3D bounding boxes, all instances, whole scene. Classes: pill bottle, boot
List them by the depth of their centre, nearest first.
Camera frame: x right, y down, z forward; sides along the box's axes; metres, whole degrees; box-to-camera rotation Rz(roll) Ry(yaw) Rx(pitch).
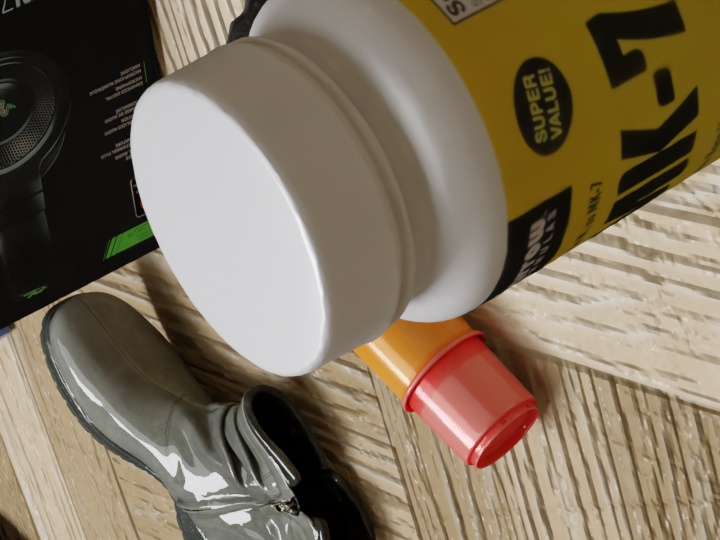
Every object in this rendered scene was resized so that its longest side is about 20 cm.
[{"bbox_3d":[0.036,-0.055,0.676,0.114,0.200,0.115,39,146,33],"label":"pill bottle"},{"bbox_3d":[-0.073,0.078,1.131,0.200,0.068,0.131,53,147,-2],"label":"boot"}]

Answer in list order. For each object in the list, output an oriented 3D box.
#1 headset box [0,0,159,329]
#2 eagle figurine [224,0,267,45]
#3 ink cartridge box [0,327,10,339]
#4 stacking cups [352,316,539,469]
[{"bbox_3d":[-0.189,-0.067,1.052,0.093,0.174,0.201,35,142,40],"label":"headset box"},{"bbox_3d":[-0.009,-0.115,0.763,0.151,0.151,0.201,3,-107,-82],"label":"eagle figurine"},{"bbox_3d":[-0.337,0.061,1.382,0.077,0.200,0.136,61,151,-2],"label":"ink cartridge box"},{"bbox_3d":[0.000,0.000,0.948,0.200,0.060,0.061,44,148,17],"label":"stacking cups"}]
